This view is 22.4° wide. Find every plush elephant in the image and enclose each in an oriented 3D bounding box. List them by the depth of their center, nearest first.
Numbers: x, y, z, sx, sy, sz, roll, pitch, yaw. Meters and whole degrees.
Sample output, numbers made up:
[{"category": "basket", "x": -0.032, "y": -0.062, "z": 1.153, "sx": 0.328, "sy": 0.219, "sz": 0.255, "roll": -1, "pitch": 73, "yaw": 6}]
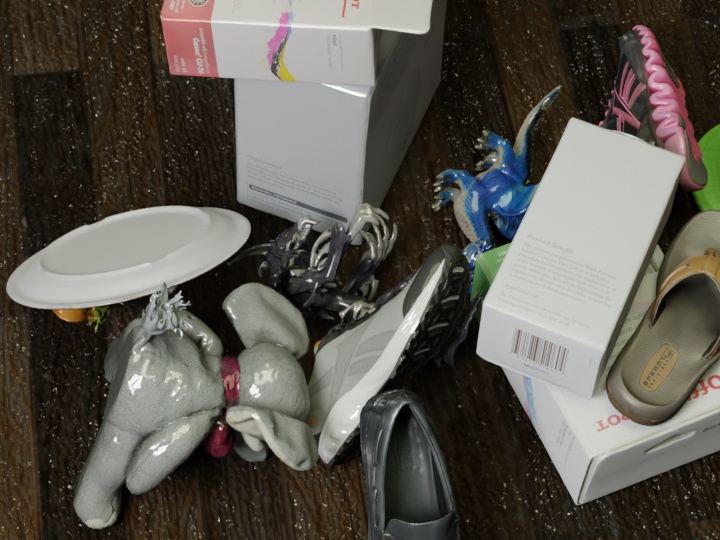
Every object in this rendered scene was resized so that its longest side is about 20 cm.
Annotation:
[{"category": "plush elephant", "x": -0.109, "y": 0.095, "z": 1.368, "sx": 0.154, "sy": 0.200, "sz": 0.166, "roll": 18, "pitch": 48, "yaw": -14}]

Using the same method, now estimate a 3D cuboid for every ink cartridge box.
[{"category": "ink cartridge box", "x": -0.041, "y": -0.205, "z": 1.376, "sx": 0.198, "sy": 0.068, "sz": 0.117, "roll": 4, "pitch": 55, "yaw": 6}, {"category": "ink cartridge box", "x": 0.194, "y": 0.064, "z": 1.443, "sx": 0.144, "sy": 0.088, "sz": 0.201, "roll": -19, "pitch": 58, "yaw": -15}]

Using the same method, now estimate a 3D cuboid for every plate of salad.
[{"category": "plate of salad", "x": -0.181, "y": -0.003, "z": 1.447, "sx": 0.198, "sy": 0.048, "sz": 0.200, "roll": -12, "pitch": 20, "yaw": 4}]

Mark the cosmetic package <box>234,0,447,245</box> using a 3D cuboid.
[{"category": "cosmetic package", "x": -0.014, "y": -0.170, "z": 1.515, "sx": 0.122, "sy": 0.201, "sz": 0.200, "roll": 20, "pitch": 57, "yaw": 9}]

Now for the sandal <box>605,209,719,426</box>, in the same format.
[{"category": "sandal", "x": 0.249, "y": 0.028, "z": 1.385, "sx": 0.081, "sy": 0.055, "sz": 0.200, "roll": 31, "pitch": 60, "yaw": 14}]

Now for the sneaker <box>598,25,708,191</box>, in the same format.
[{"category": "sneaker", "x": 0.237, "y": -0.134, "z": 1.589, "sx": 0.095, "sy": 0.079, "sz": 0.201, "roll": -26, "pitch": 40, "yaw": 21}]

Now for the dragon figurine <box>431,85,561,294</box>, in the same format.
[{"category": "dragon figurine", "x": 0.128, "y": -0.064, "z": 1.539, "sx": 0.099, "sy": 0.059, "sz": 0.200, "roll": 39, "pitch": 63, "yaw": 20}]

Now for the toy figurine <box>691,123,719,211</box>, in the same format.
[{"category": "toy figurine", "x": 0.383, "y": -0.140, "z": 1.532, "sx": 0.150, "sy": 0.185, "sz": 0.200, "roll": 40, "pitch": 62, "yaw": 21}]

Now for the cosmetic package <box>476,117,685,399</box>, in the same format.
[{"category": "cosmetic package", "x": 0.170, "y": -0.012, "z": 1.399, "sx": 0.101, "sy": 0.074, "sz": 0.201, "roll": 22, "pitch": 56, "yaw": 12}]

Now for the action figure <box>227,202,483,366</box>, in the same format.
[{"category": "action figure", "x": 0.000, "y": 0.000, "z": 1.458, "sx": 0.199, "sy": 0.119, "sz": 0.103, "roll": 24, "pitch": 92, "yaw": 4}]

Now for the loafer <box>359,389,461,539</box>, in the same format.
[{"category": "loafer", "x": 0.038, "y": 0.187, "z": 1.320, "sx": 0.067, "sy": 0.070, "sz": 0.202, "roll": -9, "pitch": 90, "yaw": -12}]

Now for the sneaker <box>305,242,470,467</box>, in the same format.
[{"category": "sneaker", "x": 0.010, "y": 0.056, "z": 1.382, "sx": 0.079, "sy": 0.201, "sz": 0.074, "roll": 44, "pitch": 23, "yaw": 19}]
